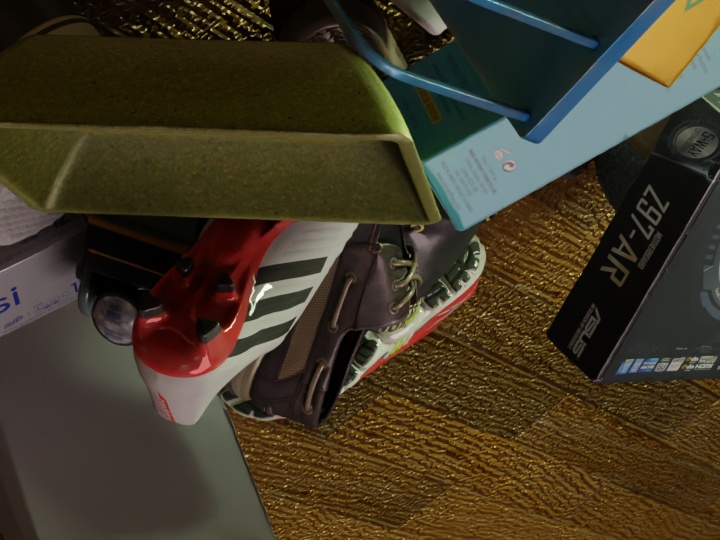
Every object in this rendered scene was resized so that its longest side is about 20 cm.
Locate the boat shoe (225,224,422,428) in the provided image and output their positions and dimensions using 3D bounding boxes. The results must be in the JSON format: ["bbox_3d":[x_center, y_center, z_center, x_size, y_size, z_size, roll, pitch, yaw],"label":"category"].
[{"bbox_3d":[0.000,0.000,1.359,0.200,0.073,0.074,-59,172,28],"label":"boat shoe"}]

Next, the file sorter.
[{"bbox_3d":[0.074,-0.181,1.079,0.123,0.139,0.200,13,128,-49],"label":"file sorter"}]

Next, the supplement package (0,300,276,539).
[{"bbox_3d":[-0.176,0.145,1.475,0.147,0.191,0.200,-3,145,-33],"label":"supplement package"}]

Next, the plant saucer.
[{"bbox_3d":[-0.068,-0.063,1.122,0.200,0.048,0.200,2,171,6],"label":"plant saucer"}]

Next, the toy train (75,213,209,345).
[{"bbox_3d":[-0.083,-0.039,1.340,0.200,0.085,0.114,-50,157,-54],"label":"toy train"}]

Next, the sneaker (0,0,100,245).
[{"bbox_3d":[-0.167,-0.087,1.233,0.078,0.079,0.200,-31,164,-24],"label":"sneaker"}]

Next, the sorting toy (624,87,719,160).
[{"bbox_3d":[0.164,-0.162,1.273,0.185,0.036,0.200,-44,125,15],"label":"sorting toy"}]

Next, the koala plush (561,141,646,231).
[{"bbox_3d":[0.157,-0.089,1.419,0.177,0.200,0.184,-51,-174,-9],"label":"koala plush"}]

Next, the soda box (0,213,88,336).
[{"bbox_3d":[-0.240,0.013,1.340,0.200,0.063,0.068,-27,154,-13],"label":"soda box"}]

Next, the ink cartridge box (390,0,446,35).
[{"bbox_3d":[0.034,-0.215,1.226,0.145,0.084,0.200,-39,155,11],"label":"ink cartridge box"}]

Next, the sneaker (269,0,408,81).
[{"bbox_3d":[-0.001,-0.111,1.370,0.070,0.076,0.200,-17,152,3],"label":"sneaker"}]

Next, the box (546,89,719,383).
[{"bbox_3d":[0.210,-0.016,1.359,0.200,0.044,0.160,1,125,-47],"label":"box"}]

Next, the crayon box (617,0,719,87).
[{"bbox_3d":[0.142,-0.176,1.154,0.052,0.126,0.200,23,115,-35],"label":"crayon box"}]

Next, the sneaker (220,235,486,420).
[{"bbox_3d":[0.000,0.044,1.675,0.200,0.077,0.085,-31,160,-5],"label":"sneaker"}]

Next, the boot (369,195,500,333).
[{"bbox_3d":[0.024,-0.038,1.539,0.151,0.073,0.200,-49,159,14],"label":"boot"}]

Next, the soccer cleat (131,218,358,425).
[{"bbox_3d":[-0.047,-0.008,1.259,0.200,0.069,0.085,-53,161,-32],"label":"soccer cleat"}]

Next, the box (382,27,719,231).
[{"bbox_3d":[0.114,-0.104,1.224,0.200,0.082,0.049,-30,126,4],"label":"box"}]
